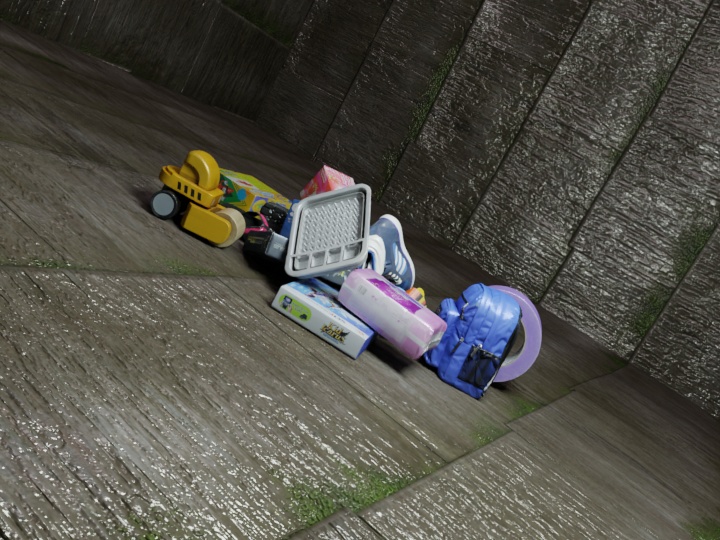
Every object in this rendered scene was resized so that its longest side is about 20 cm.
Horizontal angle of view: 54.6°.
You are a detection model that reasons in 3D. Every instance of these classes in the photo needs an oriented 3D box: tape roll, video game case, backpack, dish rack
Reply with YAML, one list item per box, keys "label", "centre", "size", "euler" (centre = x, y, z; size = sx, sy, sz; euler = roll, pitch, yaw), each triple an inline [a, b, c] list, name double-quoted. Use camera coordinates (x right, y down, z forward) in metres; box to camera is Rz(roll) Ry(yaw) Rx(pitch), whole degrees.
- label: "tape roll"
  centre: [0.299, 0.137, 1.538]
  size: [0.198, 0.202, 0.085]
  euler: [31, 12, 11]
- label: "video game case"
  centre: [-0.054, 0.081, 1.310]
  size: [0.180, 0.046, 0.200]
  euler: [32, 11, 7]
- label: "backpack"
  centre: [0.226, 0.126, 1.408]
  size: [0.166, 0.202, 0.163]
  euler: [27, 12, -7]
- label: "dish rack"
  centre: [-0.054, -0.069, 1.339]
  size: [0.044, 0.169, 0.202]
  euler: [56, 29, -46]

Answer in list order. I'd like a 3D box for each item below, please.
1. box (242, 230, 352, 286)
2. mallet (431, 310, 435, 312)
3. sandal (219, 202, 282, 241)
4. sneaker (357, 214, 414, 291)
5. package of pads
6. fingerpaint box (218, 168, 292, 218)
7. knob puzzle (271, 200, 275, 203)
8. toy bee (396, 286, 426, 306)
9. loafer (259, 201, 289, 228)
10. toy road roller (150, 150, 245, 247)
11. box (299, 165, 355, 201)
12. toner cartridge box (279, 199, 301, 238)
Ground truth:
- label: "box"
  centre: [-0.131, -0.024, 1.454]
  size: [0.198, 0.052, 0.157]
  euler: [23, -6, -27]
- label: "mallet"
  centre: [0.115, 0.059, 1.712]
  size: [0.201, 0.041, 0.066]
  euler: [50, 14, 10]
- label: "sandal"
  centre: [-0.247, -0.103, 1.551]
  size: [0.198, 0.045, 0.075]
  euler: [27, 55, 15]
- label: "sneaker"
  centre: [0.043, -0.002, 1.477]
  size: [0.080, 0.202, 0.147]
  euler: [9, 41, 32]
- label: "package of pads"
  centre: [0.060, 0.078, 1.307]
  size: [0.199, 0.076, 0.120]
  euler: [36, 12, 15]
- label: "fingerpaint box"
  centre: [-0.295, -0.192, 1.828]
  size: [0.166, 0.074, 0.199]
  euler: [33, 12, 20]
- label: "knob puzzle"
  centre: [-0.138, -0.084, 1.795]
  size: [0.219, 0.031, 0.220]
  euler: [39, -5, 4]
- label: "toy bee"
  centre: [0.087, 0.089, 1.473]
  size: [0.109, 0.131, 0.200]
  euler: [51, -6, -15]
- label: "loafer"
  centre: [-0.142, -0.096, 1.615]
  size: [0.199, 0.069, 0.070]
  euler: [31, 6, -3]
- label: "toy road roller"
  centre: [-0.316, -0.153, 1.416]
  size: [0.198, 0.147, 0.123]
  euler: [28, 11, -4]
- label: "box"
  centre: [-0.056, -0.124, 1.562]
  size: [0.095, 0.100, 0.202]
  euler: [21, 38, -39]
- label: "toner cartridge box"
  centre: [-0.082, -0.084, 1.458]
  size: [0.198, 0.096, 0.043]
  euler: [17, -5, 43]
